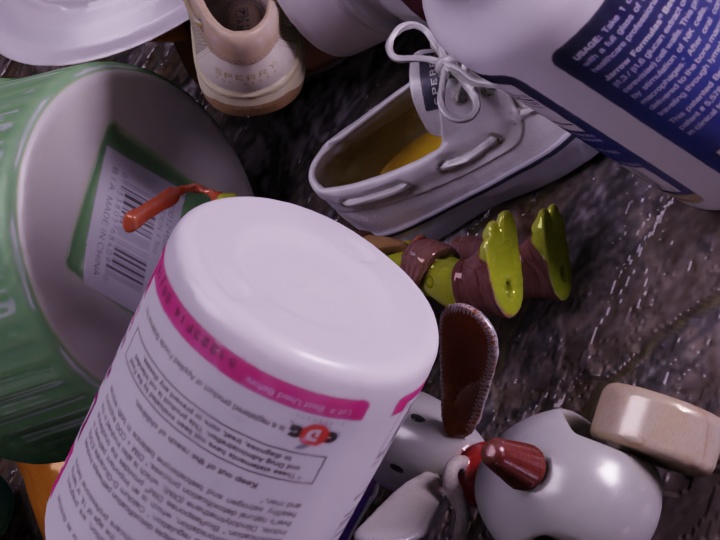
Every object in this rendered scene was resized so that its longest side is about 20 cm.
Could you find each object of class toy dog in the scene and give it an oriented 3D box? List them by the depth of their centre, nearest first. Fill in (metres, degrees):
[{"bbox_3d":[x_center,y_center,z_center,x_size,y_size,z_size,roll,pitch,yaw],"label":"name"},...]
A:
[{"bbox_3d":[0.047,0.080,0.948,0.199,0.096,0.133,-18,52,47],"label":"toy dog"}]

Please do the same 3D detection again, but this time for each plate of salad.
[{"bbox_3d":[-0.111,-0.172,1.261,0.199,0.048,0.201,-19,40,17],"label":"plate of salad"}]

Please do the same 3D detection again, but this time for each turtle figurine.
[{"bbox_3d":[0.000,0.000,1.039,0.160,0.200,0.065,-1,81,31],"label":"turtle figurine"}]

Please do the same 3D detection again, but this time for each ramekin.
[{"bbox_3d":[-0.139,-0.008,1.199,0.097,0.200,0.201,-14,56,40],"label":"ramekin"}]

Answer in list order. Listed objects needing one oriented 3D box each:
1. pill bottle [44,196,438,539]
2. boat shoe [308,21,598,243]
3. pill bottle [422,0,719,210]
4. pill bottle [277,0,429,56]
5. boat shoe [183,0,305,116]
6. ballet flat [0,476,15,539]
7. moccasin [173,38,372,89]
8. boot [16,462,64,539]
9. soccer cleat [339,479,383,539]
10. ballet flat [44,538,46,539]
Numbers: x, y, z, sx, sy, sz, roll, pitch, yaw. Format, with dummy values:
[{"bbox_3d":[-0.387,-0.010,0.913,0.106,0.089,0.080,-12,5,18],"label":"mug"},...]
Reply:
[{"bbox_3d":[-0.059,0.081,0.949,0.201,0.113,0.114,-62,29,28],"label":"pill bottle"},{"bbox_3d":[0.048,-0.081,1.086,0.201,0.086,0.075,-30,45,40],"label":"boat shoe"},{"bbox_3d":[0.095,-0.113,0.940,0.111,0.199,0.112,-33,43,36],"label":"pill bottle"},{"bbox_3d":[0.056,-0.179,1.089,0.199,0.114,0.115,-22,48,28],"label":"pill bottle"},{"bbox_3d":[-0.065,-0.171,1.156,0.072,0.065,0.201,-9,57,-1],"label":"boat shoe"},{"bbox_3d":[-0.216,0.151,1.260,0.064,0.067,0.200,-45,10,1],"label":"ballet flat"},{"bbox_3d":[-0.037,-0.147,1.255,0.074,0.078,0.201,-50,24,-24],"label":"moccasin"},{"bbox_3d":[-0.204,0.061,1.278,0.071,0.144,0.202,-43,38,28],"label":"boot"},{"bbox_3d":[-0.035,0.101,1.079,0.068,0.073,0.201,-5,62,54],"label":"soccer cleat"},{"bbox_3d":[-0.101,0.127,1.162,0.200,0.068,0.069,-50,43,18],"label":"ballet flat"}]
